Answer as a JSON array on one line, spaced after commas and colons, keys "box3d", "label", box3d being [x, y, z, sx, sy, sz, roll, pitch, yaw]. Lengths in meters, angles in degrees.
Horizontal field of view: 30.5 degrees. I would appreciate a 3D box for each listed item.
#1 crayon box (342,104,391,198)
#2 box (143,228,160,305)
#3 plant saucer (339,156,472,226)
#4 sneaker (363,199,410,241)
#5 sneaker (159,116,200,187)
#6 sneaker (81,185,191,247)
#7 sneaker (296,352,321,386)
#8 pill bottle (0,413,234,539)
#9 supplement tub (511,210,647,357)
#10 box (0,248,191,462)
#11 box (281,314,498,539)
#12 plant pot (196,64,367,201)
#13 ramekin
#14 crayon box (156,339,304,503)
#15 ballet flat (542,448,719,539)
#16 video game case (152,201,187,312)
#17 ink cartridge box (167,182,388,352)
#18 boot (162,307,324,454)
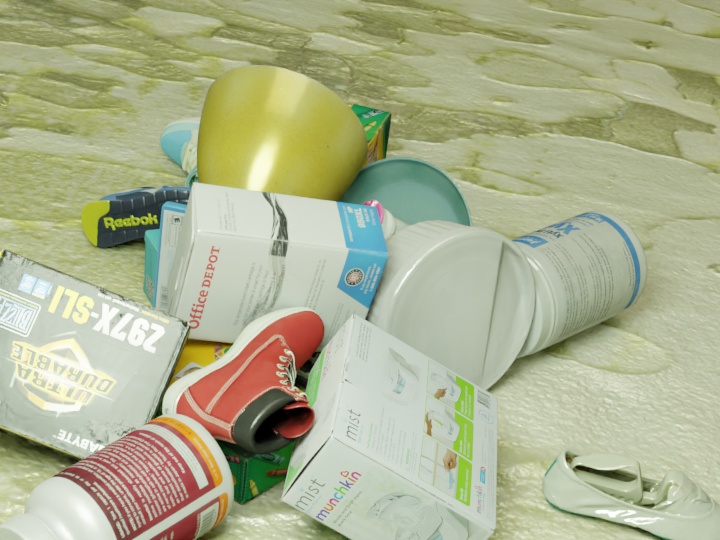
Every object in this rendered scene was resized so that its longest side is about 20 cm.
[{"box3d": [-0.020, -0.121, 1.715, 0.058, 0.119, 0.200, 14, 32, 11], "label": "crayon box"}, {"box3d": [-0.154, -0.013, 1.556, 0.199, 0.083, 0.049, -9, 35, -26], "label": "box"}, {"box3d": [0.045, -0.033, 1.568, 0.199, 0.201, 0.036, 25, 1, 26], "label": "plant saucer"}, {"box3d": [0.000, 0.000, 1.502, 0.088, 0.200, 0.082, 25, 57, -22], "label": "sneaker"}, {"box3d": [-0.212, -0.138, 1.753, 0.199, 0.080, 0.130, 22, 33, 24], "label": "sneaker"}, {"box3d": [-0.240, -0.071, 1.612, 0.199, 0.075, 0.082, 2, 16, 21], "label": "sneaker"}, {"box3d": [-0.116, 0.071, 1.442, 0.199, 0.080, 0.074, 32, 42, 4], "label": "sneaker"}, {"box3d": [-0.214, 0.212, 1.140, 0.113, 0.114, 0.200, 28, 36, 30], "label": "pill bottle"}, {"box3d": [0.231, 0.014, 1.553, 0.199, 0.133, 0.132, -19, 40, -39], "label": "supplement tub"}, {"box3d": [-0.282, 0.090, 1.260, 0.199, 0.049, 0.161, 22, 73, -3], "label": "box"}, {"box3d": [0.034, 0.162, 1.235, 0.176, 0.097, 0.200, 30, 29, -12], "label": "box"}, {"box3d": [-0.105, -0.111, 1.494, 0.199, 0.201, 0.143, 13, 56, 9], "label": "plant pot"}, {"box3d": [0.085, 0.038, 1.427, 0.201, 0.204, 0.094, -12, 25, -30], "label": "ramekin"}, {"box3d": [-0.140, 0.139, 1.330, 0.199, 0.059, 0.118, 30, 38, 33], "label": "crayon box"}, {"box3d": [0.278, 0.219, 1.290, 0.199, 0.070, 0.070, 13, 31, 7], "label": "ballet flat"}, {"box3d": [-0.129, 0.011, 1.463, 0.198, 0.144, 0.018, 12, 22, 6], "label": "video game case"}, {"box3d": [-0.089, 0.000, 1.350, 0.199, 0.145, 0.085, 7, 40, -17], "label": "ink cartridge box"}, {"box3d": [-0.069, 0.104, 1.242, 0.144, 0.073, 0.200, 8, 32, 40], "label": "boot"}]
